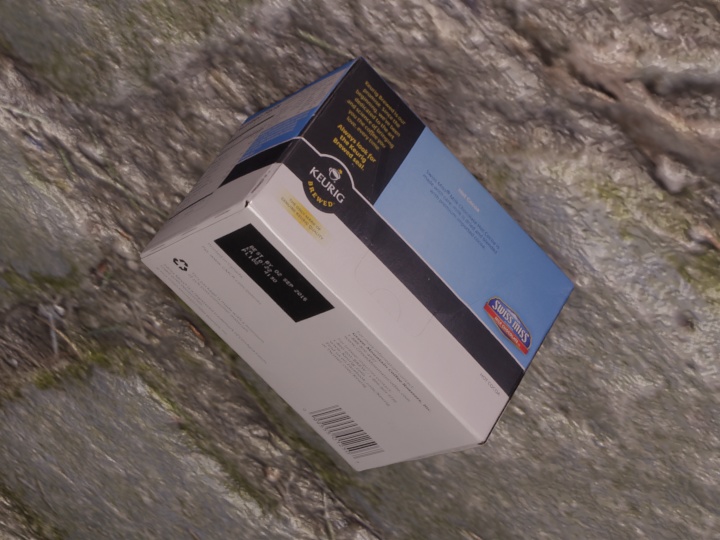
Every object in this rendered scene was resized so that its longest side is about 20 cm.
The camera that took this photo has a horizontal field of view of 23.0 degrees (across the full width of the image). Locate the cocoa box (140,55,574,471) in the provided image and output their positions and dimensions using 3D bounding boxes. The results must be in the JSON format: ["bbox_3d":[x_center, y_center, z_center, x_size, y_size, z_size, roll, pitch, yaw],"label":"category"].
[{"bbox_3d":[0.000,0.000,1.048,0.200,0.131,0.133,46,146,-17],"label":"cocoa box"}]
